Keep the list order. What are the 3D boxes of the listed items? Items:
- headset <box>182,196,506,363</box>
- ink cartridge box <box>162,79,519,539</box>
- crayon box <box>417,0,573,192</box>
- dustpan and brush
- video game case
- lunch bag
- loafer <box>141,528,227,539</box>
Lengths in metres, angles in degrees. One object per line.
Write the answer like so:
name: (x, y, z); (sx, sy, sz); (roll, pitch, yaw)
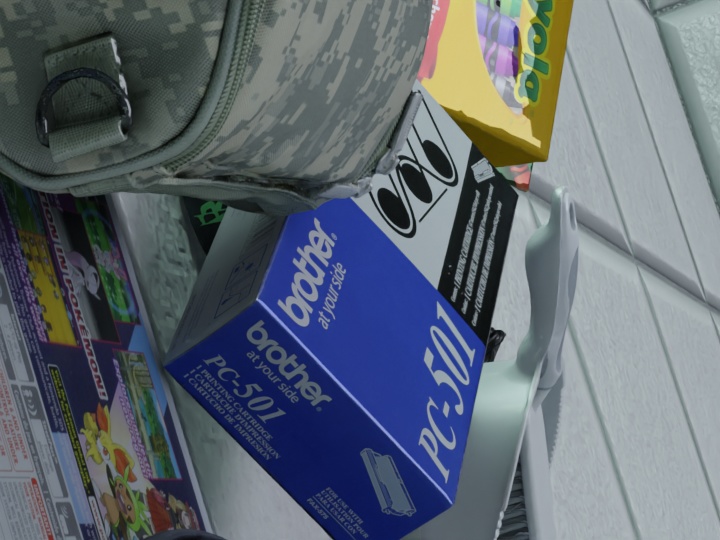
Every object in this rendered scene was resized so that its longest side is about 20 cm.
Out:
headset: (-0.011, -0.001, 0.941); (0.200, 0.094, 0.124); (32, 38, -44)
ink cartridge box: (0.000, 0.000, 0.806); (0.094, 0.044, 0.200); (47, 28, -18)
crayon box: (0.026, -0.123, 0.989); (0.200, 0.051, 0.128); (20, 73, -40)
dustpan and brush: (0.062, 0.060, 0.941); (0.140, 0.057, 0.201); (-54, 143, -60)
video game case: (-0.101, 0.005, 0.646); (0.182, 0.023, 0.201); (18, 53, -73)
lunch bag: (-0.053, -0.100, 0.665); (0.200, 0.139, 0.169); (-2, 83, -75)
loafer: (-0.049, 0.110, 0.576); (0.200, 0.063, 0.072); (-2, 108, -72)
